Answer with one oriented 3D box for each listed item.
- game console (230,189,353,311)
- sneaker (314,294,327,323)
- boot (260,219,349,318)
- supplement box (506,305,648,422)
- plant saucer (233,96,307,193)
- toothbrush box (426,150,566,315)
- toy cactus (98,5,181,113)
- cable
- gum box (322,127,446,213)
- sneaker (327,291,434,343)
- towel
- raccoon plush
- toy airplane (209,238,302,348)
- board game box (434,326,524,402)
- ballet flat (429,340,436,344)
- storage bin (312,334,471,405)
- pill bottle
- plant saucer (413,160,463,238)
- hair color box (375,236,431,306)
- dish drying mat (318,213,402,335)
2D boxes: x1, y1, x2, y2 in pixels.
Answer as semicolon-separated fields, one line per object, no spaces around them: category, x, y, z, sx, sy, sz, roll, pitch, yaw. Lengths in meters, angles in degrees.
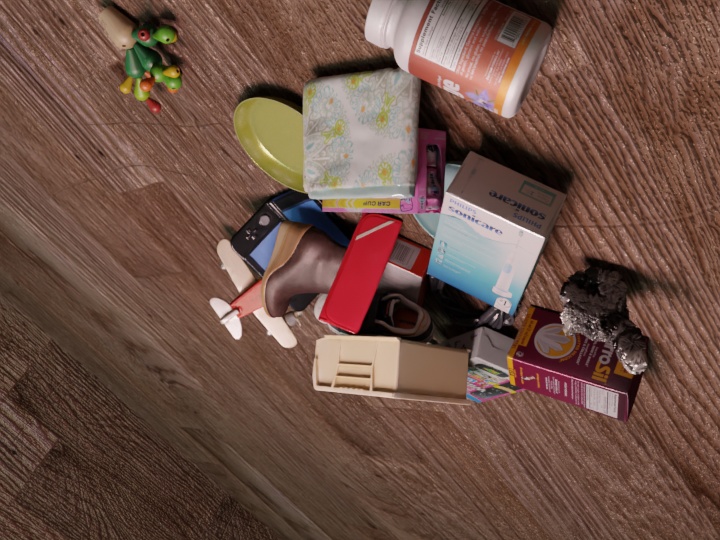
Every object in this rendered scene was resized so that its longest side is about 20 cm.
game console;-0.108;-0.034;1.528;0.200;0.171;0.118;46;175;-22
sneaker;-0.047;0.080;1.669;0.076;0.081;0.199;38;152;-14
boot;-0.087;0.023;1.478;0.165;0.072;0.203;25;118;21
supplement box;0.348;0.147;1.352;0.197;0.111;0.086;15;147;27
plant saucer;-0.114;-0.207;1.355;0.198;0.031;0.201;25;150;15
toothbrush box;0.184;-0.048;1.174;0.145;0.086;0.201;26;150;13
toy cactus;-0.356;-0.343;1.342;0.165;0.102;0.200;46;158;-3
cable;0.193;0.040;1.418;0.161;0.051;0.201;15;148;16
gum box;0.035;-0.141;1.208;0.198;0.066;0.116;5;96;43
sneaker;0.029;0.076;1.458;0.196;0.080;0.080;5;154;16
towel;-0.003;-0.185;1.160;0.198;0.048;0.175;4;96;40
raccoon plush;0.343;0.094;1.223;0.095;0.202;0.135;-9;142;5
toy airplane;-0.205;0.045;1.709;0.196;0.141;0.203;13;115;8
board game box;0.220;0.174;1.530;0.146;0.065;0.200;24;155;-18
ballet flat;0.064;0.162;1.699;0.198;0.064;0.068;8;143;36
storage bin;0.052;0.166;1.412;0.197;0.096;0.198;-3;169;44
pill bottle;0.109;-0.266;0.967;0.198;0.113;0.113;27;151;11
plant saucer;0.163;-0.095;1.248;0.198;0.036;0.201;24;149;15
hair color box;0.061;0.021;1.493;0.110;0.064;0.201;24;148;11
dish drying mat;0.000;0.000;1.386;0.076;0.203;0.018;19;168;19
